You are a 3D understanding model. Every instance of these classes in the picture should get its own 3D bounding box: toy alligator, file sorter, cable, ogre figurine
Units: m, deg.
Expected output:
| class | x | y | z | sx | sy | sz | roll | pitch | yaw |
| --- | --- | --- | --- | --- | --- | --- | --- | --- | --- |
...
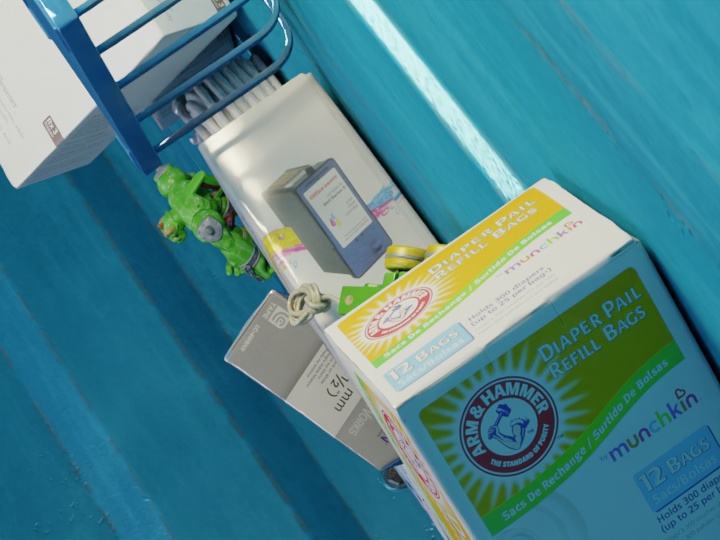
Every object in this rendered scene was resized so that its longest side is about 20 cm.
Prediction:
| class | x | y | z | sx | sy | sz | roll | pitch | yaw |
| --- | --- | --- | --- | --- | --- | --- | --- | --- | --- |
| toy alligator | 0.030 | 0.021 | 1.351 | 0.054 | 0.060 | 0.200 | 15 | 171 | -28 |
| file sorter | -0.127 | -0.172 | 1.386 | 0.139 | 0.122 | 0.200 | 55 | 175 | 21 |
| cable | -0.048 | -0.056 | 1.746 | 0.201 | 0.069 | 0.200 | 56 | 175 | -11 |
| ogre figurine | -0.190 | -0.071 | 3.096 | 0.120 | 0.098 | 0.201 | 33 | -149 | -51 |

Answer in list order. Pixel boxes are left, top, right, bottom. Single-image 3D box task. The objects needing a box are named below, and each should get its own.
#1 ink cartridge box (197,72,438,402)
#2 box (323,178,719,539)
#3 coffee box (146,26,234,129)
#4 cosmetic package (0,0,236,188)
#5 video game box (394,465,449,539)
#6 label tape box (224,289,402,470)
| class | x | y | z | sx | sy | sz | roll | pitch | yaw |
| --- | --- | --- | --- | --- | --- | --- | --- | --- | --- |
| ink cartridge box | 0.000 | 0.000 | 1.503 | 0.201 | 0.087 | 0.145 | 56 | 177 | 21 |
| box | 0.088 | 0.083 | 0.960 | 0.201 | 0.112 | 0.101 | 59 | 174 | -21 |
| coffee box | -0.154 | -0.189 | 1.842 | 0.113 | 0.080 | 0.200 | 55 | 176 | 9 |
| cosmetic package | -0.186 | -0.157 | 1.697 | 0.113 | 0.081 | 0.200 | 56 | 133 | 9 |
| video game box | 0.044 | 0.176 | 2.611 | 0.200 | 0.047 | 0.183 | 54 | 173 | 29 |
| label tape box | 0.010 | 0.096 | 1.772 | 0.199 | 0.066 | 0.143 | 37 | -178 | 8 |
